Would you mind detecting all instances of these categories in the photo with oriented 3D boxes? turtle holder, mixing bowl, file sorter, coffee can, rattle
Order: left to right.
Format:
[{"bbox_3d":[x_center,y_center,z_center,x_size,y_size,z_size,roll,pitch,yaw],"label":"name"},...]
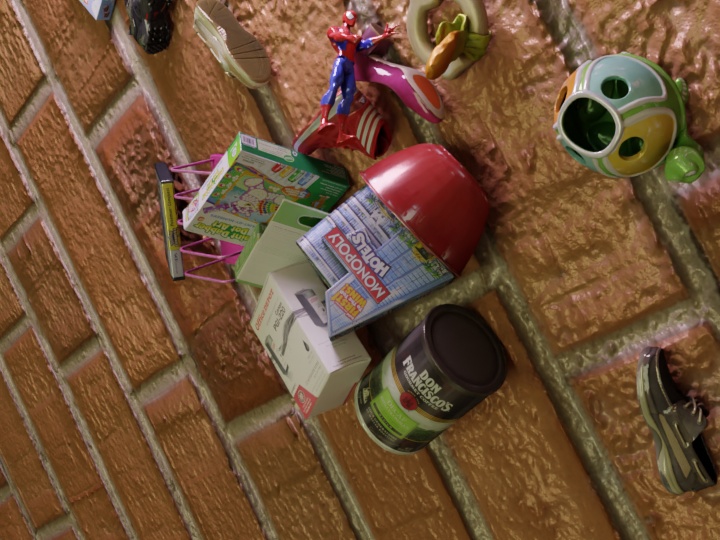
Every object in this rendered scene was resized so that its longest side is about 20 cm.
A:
[{"bbox_3d":[-0.242,-0.090,1.550,0.138,0.125,0.203,9,111,38],"label":"file sorter"},{"bbox_3d":[0.070,-0.345,1.181,0.201,0.142,0.130,58,151,1],"label":"rattle"},{"bbox_3d":[0.101,0.165,1.321,0.147,0.146,0.200,53,132,13],"label":"coffee can"},{"bbox_3d":[0.105,-0.100,1.220,0.108,0.200,0.200,-44,72,7],"label":"mixing bowl"},{"bbox_3d":[0.305,-0.162,1.035,0.141,0.131,0.187,-35,81,42],"label":"turtle holder"}]

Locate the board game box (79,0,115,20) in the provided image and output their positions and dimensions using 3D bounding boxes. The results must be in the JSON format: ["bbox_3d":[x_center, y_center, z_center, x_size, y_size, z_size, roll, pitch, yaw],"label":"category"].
[{"bbox_3d":[-0.497,-0.599,1.660,0.151,0.036,0.201,48,131,18],"label":"board game box"}]

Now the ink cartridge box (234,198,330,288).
[{"bbox_3d":[-0.102,-0.041,1.435,0.201,0.144,0.048,-55,29,37],"label":"ink cartridge box"}]

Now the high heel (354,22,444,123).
[{"bbox_3d":[0.044,-0.258,1.277,0.096,0.067,0.201,-51,55,30],"label":"high heel"}]

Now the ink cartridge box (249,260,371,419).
[{"bbox_3d":[-0.084,0.108,1.407,0.201,0.084,0.146,57,144,25],"label":"ink cartridge box"}]

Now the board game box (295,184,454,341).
[{"bbox_3d":[0.000,0.000,1.316,0.200,0.199,0.062,50,174,9],"label":"board game box"}]

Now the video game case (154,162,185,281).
[{"bbox_3d":[-0.356,-0.095,1.648,0.200,0.025,0.183,-137,41,-67],"label":"video game case"}]

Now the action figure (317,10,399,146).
[{"bbox_3d":[-0.005,-0.283,1.225,0.098,0.065,0.202,-17,61,40],"label":"action figure"}]

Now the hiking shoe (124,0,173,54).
[{"bbox_3d":[-0.382,-0.491,1.568,0.100,0.075,0.202,35,126,23],"label":"hiking shoe"}]

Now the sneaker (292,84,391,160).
[{"bbox_3d":[-0.027,-0.197,1.357,0.116,0.078,0.200,45,155,-6],"label":"sneaker"}]

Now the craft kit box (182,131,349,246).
[{"bbox_3d":[-0.152,-0.113,1.412,0.197,0.198,0.049,-44,44,40],"label":"craft kit box"}]

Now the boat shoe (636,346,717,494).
[{"bbox_3d":[0.404,0.186,1.120,0.073,0.074,0.202,-11,106,33],"label":"boat shoe"}]

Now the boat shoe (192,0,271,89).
[{"bbox_3d":[-0.216,-0.365,1.472,0.201,0.073,0.063,51,138,20],"label":"boat shoe"}]
